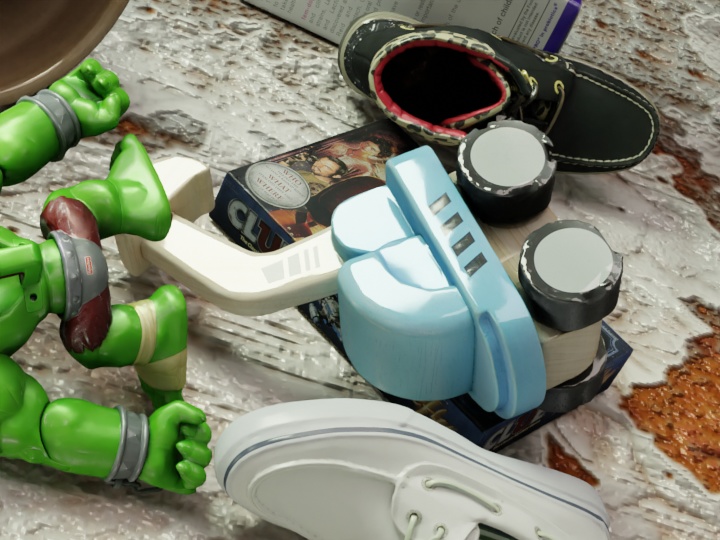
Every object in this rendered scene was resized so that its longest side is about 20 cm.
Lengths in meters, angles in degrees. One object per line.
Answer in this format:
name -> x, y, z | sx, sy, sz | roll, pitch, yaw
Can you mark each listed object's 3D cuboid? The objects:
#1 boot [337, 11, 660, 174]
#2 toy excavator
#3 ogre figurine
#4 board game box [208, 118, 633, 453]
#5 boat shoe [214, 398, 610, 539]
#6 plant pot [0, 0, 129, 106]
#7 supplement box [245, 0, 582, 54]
boot -> 0.087, -0.093, 1.019 | 0.203, 0.074, 0.154 | 17, 10, -7
toy excavator -> 0.000, 0.000, 0.853 | 0.199, 0.100, 0.195 | -22, 59, -14
ogre figurine -> -0.142, 0.004, 0.790 | 0.119, 0.098, 0.201 | -6, 92, -29
board game box -> 0.033, 0.006, 0.950 | 0.200, 0.035, 0.135 | 45, 41, 21
boat shoe -> 0.032, 0.111, 0.794 | 0.199, 0.074, 0.067 | 13, 38, -21
plant pot -> -0.236, -0.205, 0.935 | 0.200, 0.201, 0.174 | -11, 33, -39
supplement box -> 0.038, -0.193, 1.130 | 0.199, 0.104, 0.101 | 23, 39, -3
